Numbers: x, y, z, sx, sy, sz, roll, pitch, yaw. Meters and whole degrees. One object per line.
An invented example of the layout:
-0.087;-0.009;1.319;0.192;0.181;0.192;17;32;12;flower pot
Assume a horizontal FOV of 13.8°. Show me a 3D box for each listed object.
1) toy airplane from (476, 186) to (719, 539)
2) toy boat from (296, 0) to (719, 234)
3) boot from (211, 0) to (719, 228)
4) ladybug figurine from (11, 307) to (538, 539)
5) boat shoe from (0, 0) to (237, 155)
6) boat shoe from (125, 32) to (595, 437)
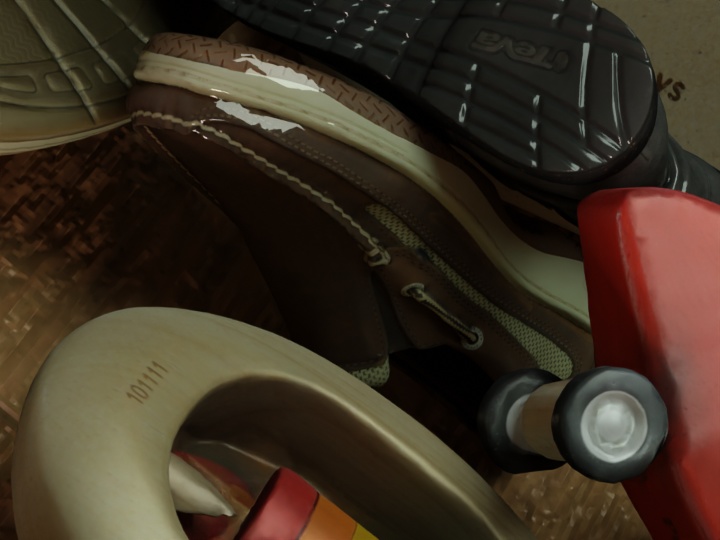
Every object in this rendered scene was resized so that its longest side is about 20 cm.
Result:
0.141;0.080;0.835;0.141;0.199;0.200;-33;52;-16;toy airplane
0.062;-0.096;1.030;0.200;0.131;0.131;25;12;-22;toy boat
0.018;-0.070;0.905;0.200;0.070;0.132;41;0;21;boot
-0.015;0.096;0.804;0.200;0.072;0.136;41;39;-3;ladybug figurine
-0.085;-0.073;0.903;0.074;0.066;0.200;53;36;1;boat shoe
0.004;0.001;0.880;0.202;0.075;0.075;30;77;-39;boat shoe
